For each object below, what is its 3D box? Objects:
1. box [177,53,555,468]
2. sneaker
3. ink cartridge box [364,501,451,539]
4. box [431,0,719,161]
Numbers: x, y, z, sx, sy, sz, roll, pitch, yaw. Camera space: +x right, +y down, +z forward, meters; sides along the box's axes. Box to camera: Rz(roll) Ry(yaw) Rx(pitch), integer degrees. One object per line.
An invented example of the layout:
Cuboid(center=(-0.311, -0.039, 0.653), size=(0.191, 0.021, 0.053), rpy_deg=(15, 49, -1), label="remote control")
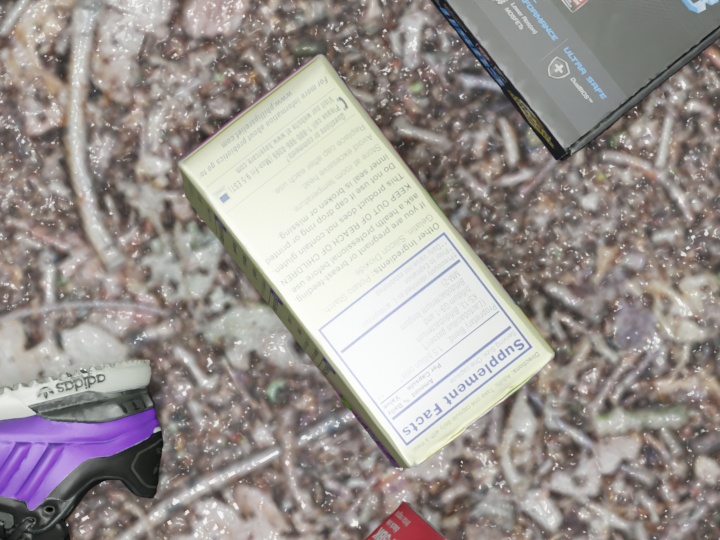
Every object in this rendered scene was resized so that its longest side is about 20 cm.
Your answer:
Cuboid(center=(0.000, 0.000, 1.562), size=(0.097, 0.176, 0.200), rpy_deg=(-37, 88, -4), label="box")
Cuboid(center=(-0.203, 0.117, 1.598), size=(0.199, 0.070, 0.100), rpy_deg=(-14, 89, -3), label="sneaker")
Cuboid(center=(0.006, 0.249, 1.570), size=(0.200, 0.083, 0.147), rpy_deg=(-43, 110, -5), label="ink cartridge box")
Cuboid(center=(0.131, -0.200, 1.649), size=(0.198, 0.050, 0.200), rpy_deg=(-38, 89, -4), label="box")
